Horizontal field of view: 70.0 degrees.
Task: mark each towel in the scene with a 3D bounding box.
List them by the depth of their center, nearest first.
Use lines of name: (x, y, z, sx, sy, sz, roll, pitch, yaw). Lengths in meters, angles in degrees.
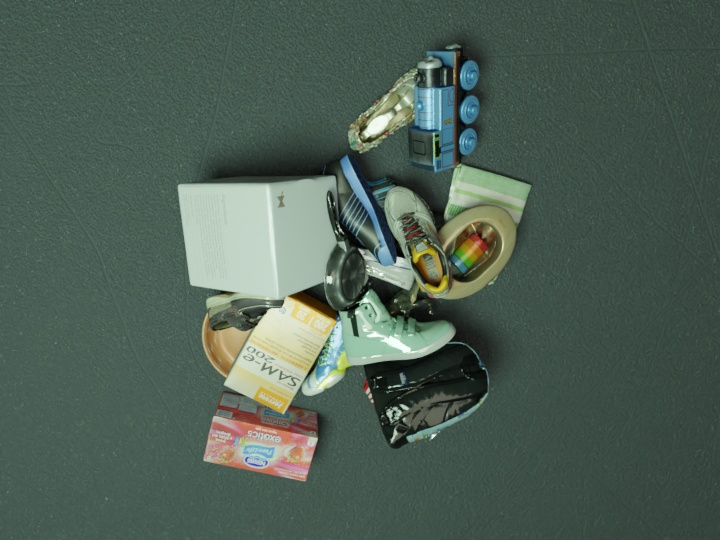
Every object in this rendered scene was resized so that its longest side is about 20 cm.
towel: (0.221, -0.084, 0.971, 0.150, 0.023, 0.203, 15, 100, -8)

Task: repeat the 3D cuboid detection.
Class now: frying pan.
frying pan: (-0.021, -0.030, 0.842, 0.031, 0.115, 0.193, 7, 96, 28)

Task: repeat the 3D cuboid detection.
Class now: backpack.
backpack: (0.128, 0.204, 0.908, 0.198, 0.154, 0.165, -27, 64, 11)

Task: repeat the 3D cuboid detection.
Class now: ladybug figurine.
ladybug figurine: (0.189, -0.034, 0.930, 0.200, 0.072, 0.136, -41, 103, 3)

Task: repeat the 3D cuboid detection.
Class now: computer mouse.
computer mouse: (0.049, -0.003, 0.973, 0.199, 0.034, 0.059, -39, 85, 12)

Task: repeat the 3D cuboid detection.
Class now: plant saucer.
plant saucer: (-0.197, 0.120, 0.976, 0.197, 0.037, 0.203, -1, 104, -5)

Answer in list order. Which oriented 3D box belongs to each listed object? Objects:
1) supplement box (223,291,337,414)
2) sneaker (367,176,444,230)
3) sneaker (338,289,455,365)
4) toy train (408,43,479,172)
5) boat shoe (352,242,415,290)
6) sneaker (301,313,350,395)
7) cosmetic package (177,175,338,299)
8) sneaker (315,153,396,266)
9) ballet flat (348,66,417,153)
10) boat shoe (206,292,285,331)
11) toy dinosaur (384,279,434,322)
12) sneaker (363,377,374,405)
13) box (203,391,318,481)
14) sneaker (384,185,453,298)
supplement box: (-0.142, 0.137, 0.928, 0.125, 0.074, 0.202, 28, 100, -10)
sneaker: (0.062, -0.121, 0.922, 0.197, 0.073, 0.083, 13, 103, -8)
sneaker: (0.059, 0.087, 0.881, 0.197, 0.074, 0.120, -13, 105, 7)
toy train: (0.137, -0.267, 0.860, 0.113, 0.086, 0.203, -23, 122, -31)
boat shoe: (0.001, 0.000, 0.936, 0.199, 0.075, 0.087, 13, 99, 2)
sneaker: (-0.047, 0.145, 0.980, 0.199, 0.076, 0.106, -36, 94, -9)
cosmetic package: (-0.158, -0.064, 0.827, 0.198, 0.167, 0.169, 6, 105, 33)
sneaker: (-0.008, -0.091, 0.872, 0.077, 0.070, 0.202, -24, 93, 18)
ballet flat: (0.062, -0.277, 0.891, 0.200, 0.064, 0.076, -43, 104, 5)
boat shoe: (-0.193, 0.069, 0.858, 0.071, 0.198, 0.066, 6, 78, -48)
toy dinosaur: (0.091, 0.068, 0.954, 0.088, 0.047, 0.201, 41, 76, -5)
sneaker: (0.091, 0.195, 0.997, 0.199, 0.078, 0.116, -39, 104, 4)
box: (-0.187, 0.317, 0.990, 0.197, 0.103, 0.096, 15, 102, -9)
sneaker: (0.101, -0.050, 0.852, 0.077, 0.082, 0.202, -27, 86, 6)
